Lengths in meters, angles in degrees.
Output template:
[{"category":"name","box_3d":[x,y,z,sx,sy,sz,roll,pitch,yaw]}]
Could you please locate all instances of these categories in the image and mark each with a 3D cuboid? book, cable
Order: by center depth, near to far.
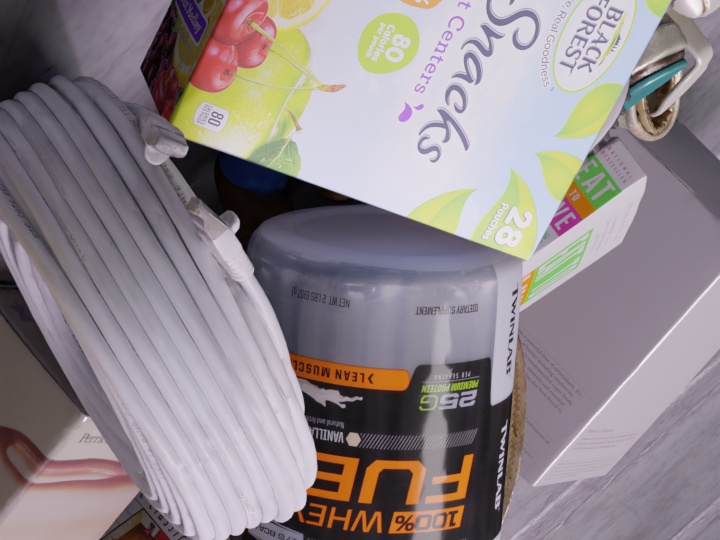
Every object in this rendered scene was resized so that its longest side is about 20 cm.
[{"category":"cable","box_3d":[-0.087,0.018,0.956,0.069,0.200,0.200,-30,117,-12]},{"category":"book","box_3d":[0.046,0.012,1.205,0.200,0.048,0.134,-35,173,-7]}]

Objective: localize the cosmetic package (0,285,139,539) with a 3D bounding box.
[{"category":"cosmetic package","box_3d":[-0.180,0.108,1.120,0.200,0.087,0.103,-51,155,19]}]

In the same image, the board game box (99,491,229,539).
[{"category":"board game box","box_3d":[-0.093,0.138,1.171,0.105,0.200,0.023,-35,154,-19]}]

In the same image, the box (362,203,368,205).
[{"category":"box","box_3d":[0.000,0.000,1.210,0.200,0.038,0.137,-40,175,18]}]

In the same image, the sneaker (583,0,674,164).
[{"category":"sneaker","box_3d":[0.092,-0.130,1.112,0.093,0.070,0.200,49,61,-29]}]

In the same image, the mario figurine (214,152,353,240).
[{"category":"mario figurine","box_3d":[0.003,-0.078,1.058,0.200,0.106,0.124,120,-10,-53]}]

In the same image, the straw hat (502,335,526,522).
[{"category":"straw hat","box_3d":[0.003,0.081,1.322,0.085,0.201,0.201,6,134,-27]}]

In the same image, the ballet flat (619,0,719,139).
[{"category":"ballet flat","box_3d":[0.165,-0.143,1.261,0.067,0.062,0.200,-36,158,-26]}]

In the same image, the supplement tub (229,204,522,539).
[{"category":"supplement tub","box_3d":[0.005,0.079,1.071,0.122,0.122,0.201,-14,111,-51]}]

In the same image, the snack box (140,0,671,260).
[{"category":"snack box","box_3d":[0.033,-0.124,0.934,0.168,0.068,0.200,20,111,-24]}]

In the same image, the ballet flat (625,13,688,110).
[{"category":"ballet flat","box_3d":[0.105,-0.091,1.271,0.067,0.062,0.200,-27,171,-36]}]

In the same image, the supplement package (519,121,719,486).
[{"category":"supplement package","box_3d":[0.152,0.018,1.478,0.200,0.121,0.120,-50,158,19]}]
